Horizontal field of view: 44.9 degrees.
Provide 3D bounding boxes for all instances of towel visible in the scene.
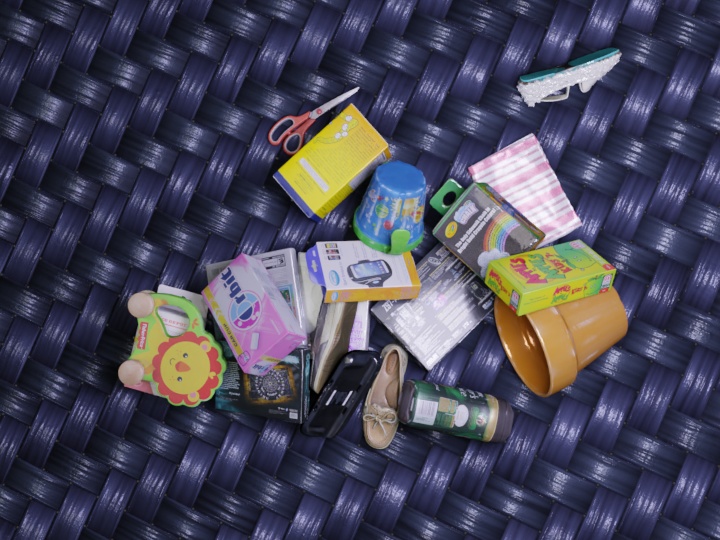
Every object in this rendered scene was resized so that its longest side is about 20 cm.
[{"bbox_3d":[0.310,-0.140,1.648,0.146,0.030,0.201,-28,85,5],"label":"towel"}]

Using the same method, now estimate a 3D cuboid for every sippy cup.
[{"bbox_3d":[0.062,-0.123,1.592,0.139,0.131,0.178,-26,57,-33],"label":"sippy cup"}]

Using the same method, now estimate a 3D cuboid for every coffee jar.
[{"bbox_3d":[0.174,0.257,1.586,0.198,0.104,0.086,14,86,-12],"label":"coffee jar"}]

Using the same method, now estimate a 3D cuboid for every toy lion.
[{"bbox_3d":[-0.340,0.147,1.616,0.190,0.069,0.202,8,92,-2],"label":"toy lion"}]

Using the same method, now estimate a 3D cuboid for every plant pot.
[{"bbox_3d":[0.367,0.099,1.561,0.182,0.200,0.201,-22,85,-11],"label":"plant pot"}]

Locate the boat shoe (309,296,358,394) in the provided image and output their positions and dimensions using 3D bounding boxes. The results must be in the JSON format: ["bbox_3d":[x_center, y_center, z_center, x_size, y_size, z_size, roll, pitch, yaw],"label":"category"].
[{"bbox_3d":[-0.060,0.124,1.600,0.066,0.072,0.202,20,98,31],"label":"boat shoe"}]

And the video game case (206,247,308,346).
[{"bbox_3d":[-0.199,0.063,1.659,0.199,0.024,0.184,-10,86,26],"label":"video game case"}]

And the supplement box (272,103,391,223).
[{"bbox_3d":[-0.050,-0.199,1.646,0.200,0.109,0.110,-42,84,2],"label":"supplement box"}]

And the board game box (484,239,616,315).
[{"bbox_3d":[0.325,0.009,1.492,0.199,0.102,0.048,-13,129,-25],"label":"board game box"}]

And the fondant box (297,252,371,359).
[{"bbox_3d":[-0.053,0.071,1.660,0.143,0.058,0.202,4,89,6],"label":"fondant box"}]

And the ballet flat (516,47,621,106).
[{"bbox_3d":[0.393,-0.360,1.640,0.199,0.072,0.072,-16,86,7],"label":"ballet flat"}]

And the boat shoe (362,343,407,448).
[{"bbox_3d":[0.044,0.237,1.639,0.073,0.063,0.202,8,88,6],"label":"boat shoe"}]

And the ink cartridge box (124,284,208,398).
[{"bbox_3d":[-0.370,0.137,1.678,0.116,0.067,0.202,14,92,6],"label":"ink cartridge box"}]

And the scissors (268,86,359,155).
[{"bbox_3d":[-0.095,-0.309,1.703,0.200,0.014,0.073,-45,82,4],"label":"scissors"}]

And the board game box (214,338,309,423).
[{"bbox_3d":[-0.184,0.202,1.622,0.199,0.028,0.136,4,94,29],"label":"board game box"}]

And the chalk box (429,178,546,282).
[{"bbox_3d":[0.220,-0.081,1.594,0.200,0.124,0.125,44,106,11],"label":"chalk box"}]

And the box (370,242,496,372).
[{"bbox_3d":[0.141,0.065,1.631,0.200,0.044,0.160,-44,84,-8],"label":"box"}]

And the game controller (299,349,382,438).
[{"bbox_3d":[-0.036,0.230,1.611,0.201,0.104,0.042,-60,41,18],"label":"game controller"}]

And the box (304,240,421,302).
[{"bbox_3d":[0.000,0.000,1.577,0.198,0.042,0.120,-3,47,-13],"label":"box"}]

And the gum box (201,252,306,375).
[{"bbox_3d":[-0.198,0.075,1.585,0.113,0.066,0.201,-40,63,14],"label":"gum box"}]
